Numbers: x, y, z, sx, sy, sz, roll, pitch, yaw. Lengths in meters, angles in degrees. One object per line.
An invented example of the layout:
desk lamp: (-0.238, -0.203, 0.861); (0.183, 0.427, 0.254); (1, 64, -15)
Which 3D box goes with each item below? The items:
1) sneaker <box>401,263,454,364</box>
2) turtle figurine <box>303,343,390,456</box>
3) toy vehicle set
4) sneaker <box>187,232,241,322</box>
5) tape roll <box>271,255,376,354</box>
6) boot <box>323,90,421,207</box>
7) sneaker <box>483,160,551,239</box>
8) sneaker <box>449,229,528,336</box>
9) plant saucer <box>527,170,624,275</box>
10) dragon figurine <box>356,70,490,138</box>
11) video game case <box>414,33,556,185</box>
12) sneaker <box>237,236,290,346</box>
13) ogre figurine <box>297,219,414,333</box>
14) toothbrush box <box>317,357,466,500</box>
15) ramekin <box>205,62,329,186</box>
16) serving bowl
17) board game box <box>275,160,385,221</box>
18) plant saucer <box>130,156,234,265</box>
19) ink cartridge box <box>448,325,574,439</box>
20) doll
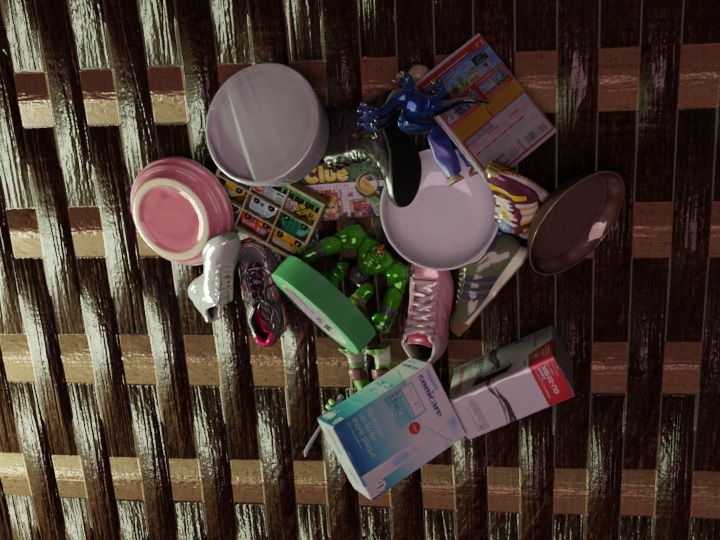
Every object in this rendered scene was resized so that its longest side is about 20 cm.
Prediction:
sneaker: (0.114, 0.072, 1.682); (0.075, 0.105, 0.201); (4, 111, 20)
turtle figurine: (0.001, 0.235, 1.730); (0.199, 0.144, 0.195); (-9, 95, -19)
toy vehicle set: (-0.165, -0.113, 1.687); (0.199, 0.027, 0.125); (29, 117, 7)
sneaker: (-0.243, 0.013, 1.707); (0.080, 0.070, 0.201); (60, 143, 29)
tape roll: (-0.063, 0.059, 1.662); (0.200, 0.200, 0.048); (44, 80, -8)
boot: (0.008, -0.188, 1.585); (0.174, 0.069, 0.201); (-13, 84, 46)
sneaker: (0.241, -0.103, 1.532); (0.075, 0.200, 0.090); (38, 100, 38)
sneaker: (0.197, 0.013, 1.674); (0.090, 0.067, 0.200); (39, 112, 3)
plant saucer: (0.339, -0.082, 1.569); (0.034, 0.200, 0.201); (46, 117, 35)
dragon figurine: (0.090, -0.240, 1.490); (0.199, 0.059, 0.100); (12, 81, -12)
video game case: (0.196, -0.255, 1.547); (0.143, 0.017, 0.200); (-39, 91, -8)
sneaker: (-0.173, 0.037, 1.737); (0.080, 0.075, 0.201); (-9, 107, 14)
ogre figurine: (0.000, 0.000, 1.666); (0.200, 0.098, 0.120); (39, 86, 19)
toothbrush box: (0.053, 0.260, 1.630); (0.199, 0.085, 0.147); (-30, 103, -19)
ramekin: (-0.143, -0.229, 1.591); (0.201, 0.094, 0.203); (-3, 83, 20)
serving bowl: (0.132, -0.100, 1.625); (0.199, 0.066, 0.201); (0, 89, 4)
board game box: (-0.051, -0.137, 1.681); (0.199, 0.023, 0.105); (-4, 107, 11)
plant saucer: (-0.319, -0.097, 1.706); (0.200, 0.051, 0.201); (9, 117, 19)
ink cartridge box: (0.258, 0.191, 1.681); (0.199, 0.144, 0.084); (-27, 102, 17)
doll: (0.126, -0.238, 1.573); (0.136, 0.048, 0.201); (-24, 87, 2)
